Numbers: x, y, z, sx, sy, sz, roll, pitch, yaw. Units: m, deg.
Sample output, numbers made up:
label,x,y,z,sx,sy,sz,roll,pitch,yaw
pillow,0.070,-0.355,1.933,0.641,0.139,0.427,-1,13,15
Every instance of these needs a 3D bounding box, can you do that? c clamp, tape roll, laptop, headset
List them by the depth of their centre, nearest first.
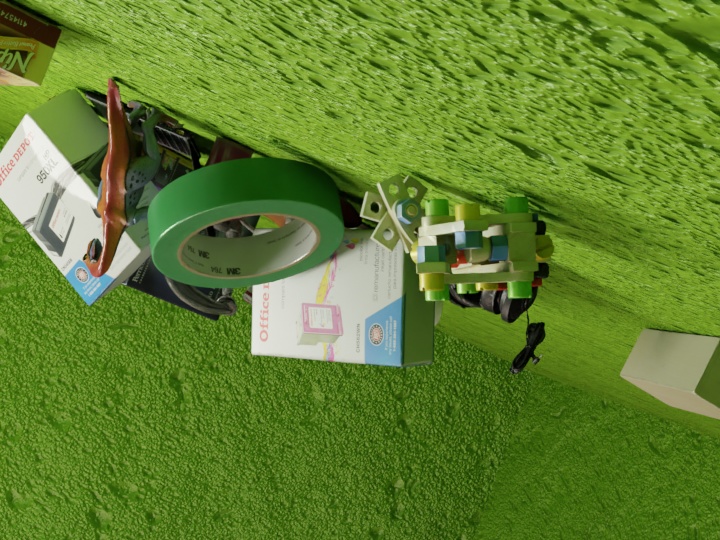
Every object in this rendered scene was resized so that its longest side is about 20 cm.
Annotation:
label,x,y,z,sx,sy,sz,roll,pitch,yaw
tape roll,-0.116,-0.044,1.199,0.197,0.049,0.201,-9,156,-4
headset,0.130,0.025,1.216,0.199,0.095,0.123,39,168,-36
laptop,-0.240,-0.106,1.393,0.197,0.117,0.187,22,176,-3
c clamp,-0.183,-0.019,1.512,0.027,0.202,0.171,-27,128,31

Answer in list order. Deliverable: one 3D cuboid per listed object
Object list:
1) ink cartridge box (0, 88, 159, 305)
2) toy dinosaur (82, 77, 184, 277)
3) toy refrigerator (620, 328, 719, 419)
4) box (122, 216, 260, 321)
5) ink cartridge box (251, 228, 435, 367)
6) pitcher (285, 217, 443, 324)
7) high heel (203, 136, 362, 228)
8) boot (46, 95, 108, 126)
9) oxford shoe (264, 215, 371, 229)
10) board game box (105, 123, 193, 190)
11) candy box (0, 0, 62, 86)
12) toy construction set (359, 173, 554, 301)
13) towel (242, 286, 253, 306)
label,x,y,z,sx,sy,sz,roll,pitch,yaw
ink cartridge box,-0.325,-0.084,1.370,0.201,0.084,0.144,50,133,-2
toy dinosaur,-0.260,-0.087,1.226,0.104,0.184,0.199,24,175,35
toy refrigerator,0.361,0.109,1.272,0.075,0.071,0.200,29,175,-7
box,-0.295,-0.050,1.909,0.197,0.203,0.122,25,176,-42
ink cartridge box,-0.021,0.027,1.310,0.197,0.147,0.084,2,-179,30
pitcher,0.000,0.000,1.444,0.196,0.175,0.121,1,-168,-12
high heel,-0.091,-0.062,1.275,0.198,0.097,0.067,25,175,-33
boot,-0.317,-0.140,1.489,0.200,0.075,0.107,47,-169,32
oxford shoe,-0.080,-0.055,1.550,0.198,0.072,0.071,23,179,20
board game box,-0.302,-0.147,1.677,0.164,0.057,0.199,21,177,40
candy box,-0.342,-0.206,1.013,0.114,0.056,0.199,24,177,-31
toy construction set,0.074,-0.019,0.910,0.129,0.094,0.200,-2,-167,-17
towel,-0.045,0.017,1.547,0.143,0.200,0.023,31,135,15
